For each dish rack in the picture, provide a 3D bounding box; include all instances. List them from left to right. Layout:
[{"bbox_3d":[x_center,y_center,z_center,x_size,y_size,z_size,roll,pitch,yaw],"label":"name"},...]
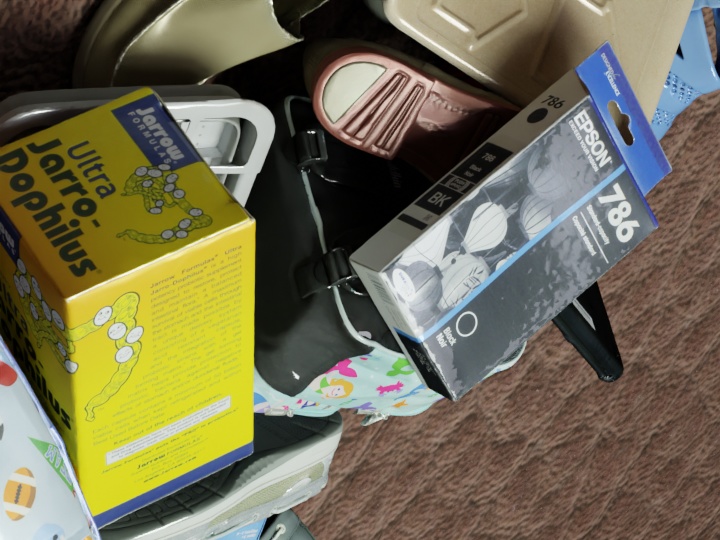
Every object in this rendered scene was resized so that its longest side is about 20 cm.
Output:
[{"bbox_3d":[-0.150,-0.030,1.585,0.171,0.044,0.200,-5,137,-30],"label":"dish rack"}]

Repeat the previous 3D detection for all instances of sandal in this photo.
[{"bbox_3d":[0.205,-0.141,1.879,0.079,0.087,0.200,-4,126,-48],"label":"sandal"}]

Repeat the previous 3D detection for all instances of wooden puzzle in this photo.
[{"bbox_3d":[0.107,-0.174,1.675,0.200,0.046,0.186,34,64,-27],"label":"wooden puzzle"}]

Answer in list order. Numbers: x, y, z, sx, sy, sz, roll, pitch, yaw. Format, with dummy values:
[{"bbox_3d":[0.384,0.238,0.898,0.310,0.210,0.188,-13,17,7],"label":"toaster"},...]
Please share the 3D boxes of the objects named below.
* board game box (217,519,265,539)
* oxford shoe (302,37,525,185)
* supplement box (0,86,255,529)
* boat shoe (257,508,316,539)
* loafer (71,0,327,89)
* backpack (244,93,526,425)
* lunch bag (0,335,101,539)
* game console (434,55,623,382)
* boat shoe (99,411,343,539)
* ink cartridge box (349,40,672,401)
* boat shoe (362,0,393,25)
[{"bbox_3d":[-0.095,0.090,1.803,0.151,0.037,0.201,-4,123,-45],"label":"board game box"},{"bbox_3d":[0.054,-0.080,1.643,0.200,0.075,0.071,32,103,-25],"label":"oxford shoe"},{"bbox_3d":[-0.128,0.023,1.523,0.109,0.109,0.200,-25,145,-21],"label":"supplement box"},{"bbox_3d":[-0.113,0.221,1.899,0.200,0.073,0.062,-29,101,-18],"label":"boat shoe"},{"bbox_3d":[-0.072,-0.146,1.584,0.200,0.067,0.076,-43,144,-6],"label":"loafer"},{"bbox_3d":[0.000,0.000,1.696,0.200,0.178,0.150,5,151,-46],"label":"backpack"},{"bbox_3d":[-0.221,0.102,1.541,0.075,0.160,0.201,-30,110,-30],"label":"lunch bag"},{"bbox_3d":[0.104,-0.034,1.781,0.031,0.177,0.200,-21,156,12],"label":"game console"},{"bbox_3d":[-0.094,0.137,1.756,0.202,0.074,0.065,-25,134,-39],"label":"boat shoe"},{"bbox_3d":[0.094,-0.028,1.603,0.200,0.039,0.100,-42,121,-16],"label":"ink cartridge box"},{"bbox_3d":[0.079,-0.166,1.732,0.200,0.070,0.072,-13,156,-32],"label":"boat shoe"}]
